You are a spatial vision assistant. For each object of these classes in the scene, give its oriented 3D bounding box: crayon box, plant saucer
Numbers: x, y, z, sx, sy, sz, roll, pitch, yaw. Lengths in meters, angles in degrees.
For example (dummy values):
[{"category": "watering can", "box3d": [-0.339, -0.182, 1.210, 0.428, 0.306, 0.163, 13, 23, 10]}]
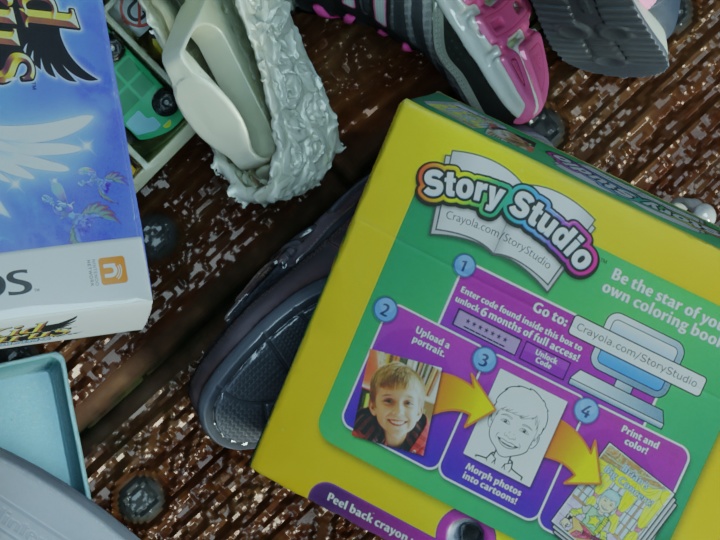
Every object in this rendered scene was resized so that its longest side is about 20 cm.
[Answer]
[{"category": "crayon box", "box3d": [0.078, 0.046, 1.160, 0.199, 0.058, 0.174, 26, 102, 14]}, {"category": "plant saucer", "box3d": [-0.147, 0.141, 1.235, 0.069, 0.019, 0.202, -11, 89, -8]}]

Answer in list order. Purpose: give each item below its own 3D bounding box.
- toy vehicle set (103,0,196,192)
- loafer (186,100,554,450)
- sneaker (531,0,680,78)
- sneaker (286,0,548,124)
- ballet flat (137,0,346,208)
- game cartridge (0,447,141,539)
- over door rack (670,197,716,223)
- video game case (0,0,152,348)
[{"category": "toy vehicle set", "box3d": [-0.145, -0.128, 1.220, 0.124, 0.027, 0.200, -46, 106, -3]}, {"category": "loafer", "box3d": [0.000, 0.000, 1.249, 0.200, 0.063, 0.072, -40, 133, -6]}, {"category": "sneaker", "box3d": [0.103, -0.159, 1.203, 0.070, 0.200, 0.083, 8, 71, 11]}, {"category": "sneaker", "box3d": [-0.001, -0.133, 1.229, 0.087, 0.074, 0.200, -40, 95, 25]}, {"category": "ballet flat", "box3d": [-0.068, -0.115, 1.183, 0.071, 0.072, 0.201, -30, 105, -8]}, {"category": "game cartridge", "box3d": [-0.163, 0.149, 1.204, 0.199, 0.041, 0.134, 32, 95, 3]}, {"category": "over door rack", "box3d": [0.146, 0.067, 1.239, 0.147, 0.067, 0.202, 5, 86, -22]}, {"category": "video game case", "box3d": [-0.189, -0.064, 1.141, 0.180, 0.045, 0.202, -8, 75, -14]}]
